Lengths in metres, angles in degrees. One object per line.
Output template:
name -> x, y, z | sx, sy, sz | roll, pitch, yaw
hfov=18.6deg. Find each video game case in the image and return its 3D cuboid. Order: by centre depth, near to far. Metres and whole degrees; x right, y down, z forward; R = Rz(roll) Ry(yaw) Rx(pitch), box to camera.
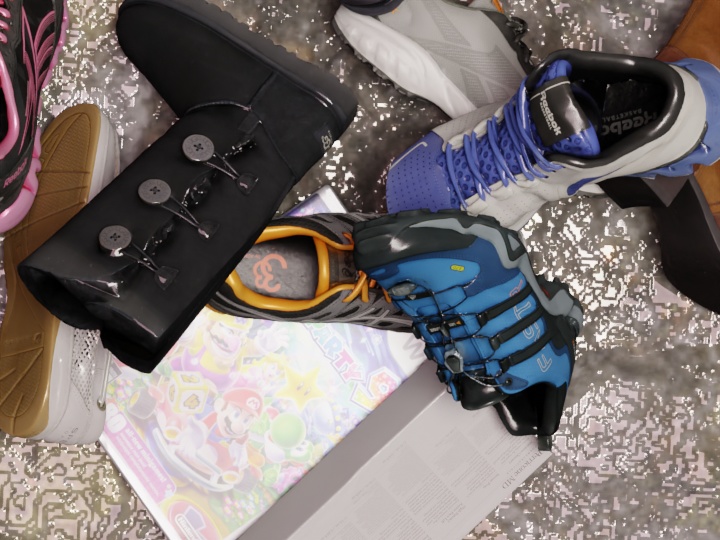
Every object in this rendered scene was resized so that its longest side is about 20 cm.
video game case -> -0.060, 0.064, 1.311 | 0.200, 0.018, 0.143 | -35, 92, -3

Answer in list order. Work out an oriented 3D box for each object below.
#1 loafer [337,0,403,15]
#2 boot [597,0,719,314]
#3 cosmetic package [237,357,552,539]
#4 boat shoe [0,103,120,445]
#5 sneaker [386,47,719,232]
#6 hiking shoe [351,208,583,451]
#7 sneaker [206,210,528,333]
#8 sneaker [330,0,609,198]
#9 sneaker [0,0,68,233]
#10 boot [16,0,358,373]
loafer -> 0.016, -0.247, 1.241 | 0.072, 0.063, 0.201 | 9, 87, 20
boot -> 0.235, -0.088, 1.308 | 0.188, 0.068, 0.200 | 44, 68, -24
cosmetic package -> 0.010, 0.142, 1.291 | 0.200, 0.051, 0.083 | -43, 111, -2
boat shoe -> -0.164, 0.004, 1.282 | 0.069, 0.071, 0.200 | 20, 72, -42
sneaker -> 0.095, -0.074, 1.178 | 0.199, 0.115, 0.081 | -19, 76, 20
hiking shoe -> 0.065, 0.029, 1.198 | 0.074, 0.200, 0.087 | -14, 62, 33
sneaker -> 0.000, 0.000, 1.268 | 0.199, 0.077, 0.078 | -5, 89, -5
sneaker -> 0.081, -0.112, 1.284 | 0.200, 0.074, 0.079 | 37, 99, -3
sneaker -> -0.211, -0.125, 1.250 | 0.079, 0.095, 0.201 | 0, 75, -1
boot -> -0.121, -0.056, 1.226 | 0.165, 0.066, 0.200 | 26, 63, 24
